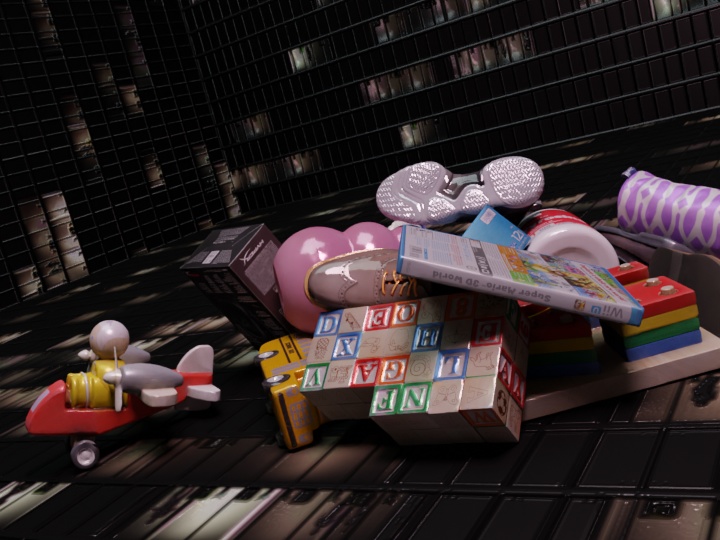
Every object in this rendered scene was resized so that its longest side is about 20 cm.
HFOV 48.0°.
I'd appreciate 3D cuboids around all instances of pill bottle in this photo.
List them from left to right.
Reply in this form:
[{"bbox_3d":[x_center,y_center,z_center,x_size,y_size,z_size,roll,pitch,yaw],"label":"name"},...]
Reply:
[{"bbox_3d":[0.236,-0.013,0.976,0.111,0.114,0.200,-14,11,6],"label":"pill bottle"}]

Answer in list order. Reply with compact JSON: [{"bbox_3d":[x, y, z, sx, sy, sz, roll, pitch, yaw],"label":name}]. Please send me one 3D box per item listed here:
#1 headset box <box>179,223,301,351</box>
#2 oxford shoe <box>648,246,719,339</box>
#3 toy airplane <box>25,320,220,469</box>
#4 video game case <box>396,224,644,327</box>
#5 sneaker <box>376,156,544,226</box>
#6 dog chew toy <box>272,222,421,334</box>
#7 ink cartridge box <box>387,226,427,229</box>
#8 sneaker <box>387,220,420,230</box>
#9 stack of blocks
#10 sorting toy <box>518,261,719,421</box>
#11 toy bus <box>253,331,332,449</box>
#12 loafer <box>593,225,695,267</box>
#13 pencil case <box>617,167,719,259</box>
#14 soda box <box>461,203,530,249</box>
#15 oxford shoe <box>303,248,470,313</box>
[{"bbox_3d":[-0.119,0.040,1.053,0.148,0.200,0.078,-2,45,55],"label":"headset box"},{"bbox_3d":[0.348,0.020,0.784,0.070,0.072,0.200,10,16,-2],"label":"oxford shoe"},{"bbox_3d":[-0.261,0.122,0.933,0.197,0.143,0.199,-12,11,21],"label":"toy airplane"},{"bbox_3d":[0.130,0.000,0.704,0.197,0.018,0.143,12,14,1],"label":"video game case"},{"bbox_3d":[0.124,-0.079,0.976,0.197,0.077,0.114,-5,-17,15],"label":"sneaker"},{"bbox_3d":[0.000,0.000,0.948,0.197,0.126,0.124,-14,10,-10],"label":"dog chew toy"},{"bbox_3d":[0.060,-0.001,1.148,0.042,0.121,0.200,-16,10,29],"label":"ink cartridge box"},{"bbox_3d":[0.101,0.002,1.082,0.199,0.078,0.080,23,19,-46],"label":"sneaker"},{"bbox_3d":[0.045,0.090,0.721,0.198,0.059,0.116,-9,50,32],"label":"stack of blocks"},{"bbox_3d":[0.212,0.055,0.780,0.196,0.071,0.200,-16,11,2],"label":"sorting toy"},{"bbox_3d":[-0.067,0.122,0.862,0.077,0.066,0.200,-16,10,-10],"label":"toy bus"},{"bbox_3d":[0.325,-0.012,0.980,0.071,0.064,0.200,26,1,-12],"label":"loafer"},{"bbox_3d":[0.399,-0.061,0.950,0.085,0.085,0.199,-29,35,-28],"label":"pencil case"},{"bbox_3d":[0.102,0.025,0.867,0.200,0.064,0.068,-49,-8,-31],"label":"soda box"},{"bbox_3d":[0.042,0.008,0.768,0.197,0.072,0.073,-1,-10,2],"label":"oxford shoe"}]
